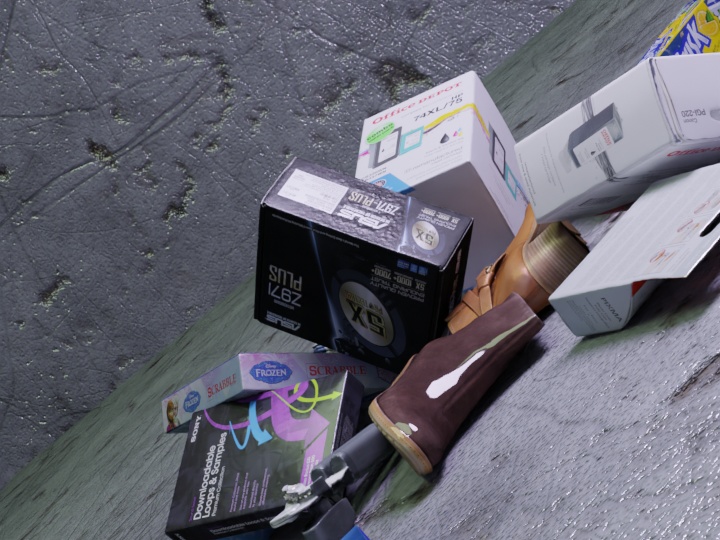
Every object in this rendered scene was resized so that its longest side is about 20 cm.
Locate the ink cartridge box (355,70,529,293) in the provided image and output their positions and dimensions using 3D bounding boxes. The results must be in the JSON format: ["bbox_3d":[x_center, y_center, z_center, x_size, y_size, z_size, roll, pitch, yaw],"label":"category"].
[{"bbox_3d":[0.090,-0.088,1.808,0.146,0.146,0.201,-23,29,19],"label":"ink cartridge box"}]

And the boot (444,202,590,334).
[{"bbox_3d":[0.152,0.009,1.646,0.155,0.077,0.200,-45,14,10],"label":"boot"}]

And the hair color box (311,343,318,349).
[{"bbox_3d":[0.041,0.041,2.018,0.200,0.061,0.101,-44,8,-24],"label":"hair color box"}]

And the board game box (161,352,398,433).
[{"bbox_3d":[-0.082,0.131,1.771,0.198,0.041,0.200,2,-18,-31],"label":"board game box"}]

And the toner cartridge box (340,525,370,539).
[{"bbox_3d":[-0.055,0.281,1.237,0.200,0.043,0.095,-43,6,-5],"label":"toner cartridge box"}]

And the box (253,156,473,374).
[{"bbox_3d":[0.000,0.000,1.678,0.086,0.199,0.164,-56,-19,-44],"label":"box"}]

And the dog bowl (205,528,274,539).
[{"bbox_3d":[-0.132,0.259,1.724,0.111,0.050,0.200,-41,8,7],"label":"dog bowl"}]

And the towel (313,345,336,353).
[{"bbox_3d":[0.036,0.067,1.842,0.146,0.024,0.200,-19,-1,-18],"label":"towel"}]

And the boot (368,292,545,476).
[{"bbox_3d":[0.089,0.090,1.460,0.166,0.072,0.200,-39,10,6],"label":"boot"}]

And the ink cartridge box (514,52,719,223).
[{"bbox_3d":[0.259,-0.121,1.518,0.145,0.085,0.200,-9,-12,-36],"label":"ink cartridge box"}]

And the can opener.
[{"bbox_3d":[-0.014,0.190,1.499,0.053,0.067,0.200,-32,4,35],"label":"can opener"}]

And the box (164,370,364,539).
[{"bbox_3d":[-0.094,0.183,1.615,0.199,0.036,0.144,-19,44,32],"label":"box"}]

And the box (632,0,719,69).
[{"bbox_3d":[0.369,-0.242,1.890,0.064,0.070,0.200,-37,9,48],"label":"box"}]

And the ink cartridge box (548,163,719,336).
[{"bbox_3d":[0.260,-0.022,1.349,0.160,0.047,0.200,-45,13,-22],"label":"ink cartridge box"}]
